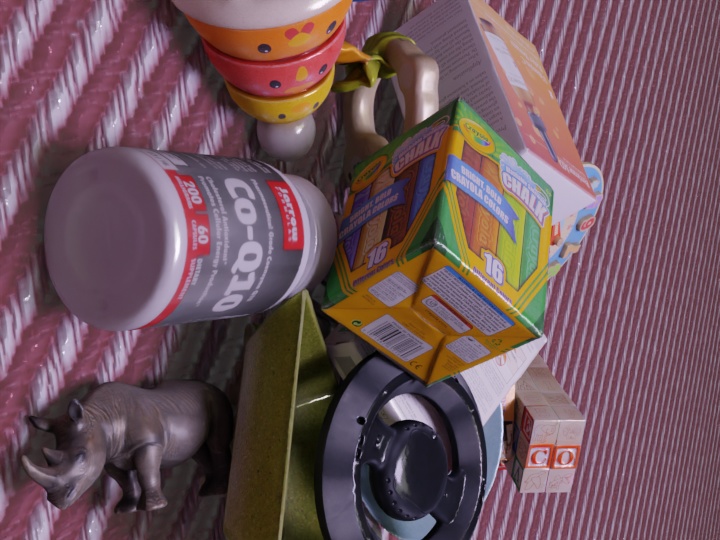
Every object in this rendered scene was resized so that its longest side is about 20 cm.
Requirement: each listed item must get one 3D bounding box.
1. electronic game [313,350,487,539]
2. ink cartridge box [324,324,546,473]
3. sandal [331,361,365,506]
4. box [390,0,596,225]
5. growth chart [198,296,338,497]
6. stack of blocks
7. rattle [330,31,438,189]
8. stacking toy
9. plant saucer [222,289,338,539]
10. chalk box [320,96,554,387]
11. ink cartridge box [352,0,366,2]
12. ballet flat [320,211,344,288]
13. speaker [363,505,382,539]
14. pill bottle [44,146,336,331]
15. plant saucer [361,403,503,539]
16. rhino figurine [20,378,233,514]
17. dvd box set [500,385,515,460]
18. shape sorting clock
[{"bbox_3d":[0.038,0.160,0.829,0.199,0.041,0.202,6,82,-46],"label":"electronic game"},{"bbox_3d":[0.072,0.065,0.925,0.200,0.050,0.162,-47,116,-36],"label":"ink cartridge box"},{"bbox_3d":[0.005,0.162,0.975,0.082,0.049,0.205,-34,126,-63],"label":"sandal"},{"bbox_3d":[0.124,-0.147,1.008,0.152,0.106,0.201,22,45,-51],"label":"box"},{"bbox_3d":[-0.071,0.105,0.879,0.145,0.018,0.202,46,54,-51],"label":"growth chart"},{"bbox_3d":[0.176,0.164,1.140,0.200,0.058,0.116,-115,-151,-65],"label":"stack of blocks"},{"bbox_3d":[-0.013,-0.107,0.911,0.142,0.130,0.201,-17,134,-47],"label":"rattle"},{"bbox_3d":[-0.060,-0.164,0.790,0.201,0.145,0.147,82,28,-49],"label":"stacking toy"},{"bbox_3d":[-0.058,0.144,0.775,0.200,0.047,0.201,78,14,-62],"label":"plant saucer"},{"bbox_3d":[0.067,-0.037,0.810,0.125,0.124,0.201,37,45,-27],"label":"chalk box"},{"bbox_3d":[-0.021,-0.315,0.793,0.086,0.145,0.201,-51,135,-43],"label":"ink cartridge box"},{"bbox_3d":[0.000,0.000,0.934,0.200,0.071,0.070,56,24,-46],"label":"ballet flat"},{"bbox_3d":[-0.058,0.277,0.857,0.200,0.081,0.082,-48,132,-47],"label":"speaker"},{"bbox_3d":[-0.106,-0.023,0.710,0.199,0.113,0.115,-5,97,-59],"label":"pill bottle"},{"bbox_3d":[0.053,0.147,0.954,0.200,0.039,0.203,5,83,-41],"label":"plant saucer"},{"bbox_3d":[-0.152,0.118,0.695,0.199,0.059,0.088,6,71,-59],"label":"rhino figurine"},{"bbox_3d":[0.133,0.095,1.133,0.146,0.029,0.202,-178,-89,-77],"label":"dvd box set"},{"bbox_3d":[0.234,-0.045,1.279,0.199,0.039,0.201,-29,143,-24],"label":"shape sorting clock"}]
